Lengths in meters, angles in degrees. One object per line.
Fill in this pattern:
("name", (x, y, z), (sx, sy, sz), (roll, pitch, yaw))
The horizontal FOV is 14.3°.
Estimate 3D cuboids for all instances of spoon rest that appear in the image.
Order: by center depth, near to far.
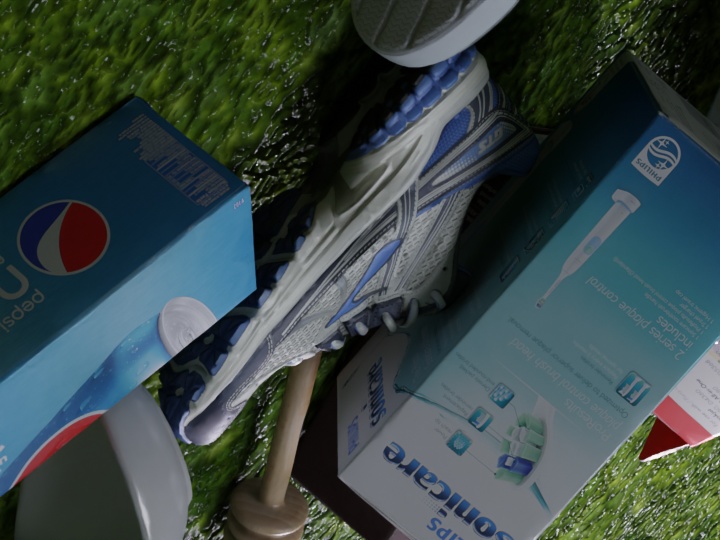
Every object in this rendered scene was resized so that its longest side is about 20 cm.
("spoon rest", (-0.107, 0.097, 1.152), (0.061, 0.099, 0.200), (-24, 161, -15))

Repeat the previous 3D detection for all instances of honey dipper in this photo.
("honey dipper", (-0.032, 0.064, 1.291), (0.038, 0.038, 0.200), (-27, 141, -42))

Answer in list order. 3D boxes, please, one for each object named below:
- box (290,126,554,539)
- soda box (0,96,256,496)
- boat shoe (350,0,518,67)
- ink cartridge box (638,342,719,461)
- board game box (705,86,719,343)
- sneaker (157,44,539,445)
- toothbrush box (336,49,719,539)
("box", (0.058, 0.031, 1.349), (0.100, 0.075, 0.200), (2, 121, -61))
("soda box", (-0.130, 0.028, 1.035), (0.200, 0.064, 0.068), (-39, 152, -24))
("boat shoe", (0.074, -0.160, 1.114), (0.200, 0.072, 0.071), (-55, 151, 3))
("ink cartridge box", (0.205, 0.014, 1.477), (0.200, 0.067, 0.116), (-30, -156, 48))
("board game box", (0.200, -0.081, 1.397), (0.135, 0.034, 0.200), (94, 19, -50))
("sneaker", (0.000, 0.000, 1.161), (0.085, 0.077, 0.200), (40, 90, -21))
("toothbrush box", (0.082, 0.018, 1.203), (0.200, 0.085, 0.146), (-48, -170, 9))
